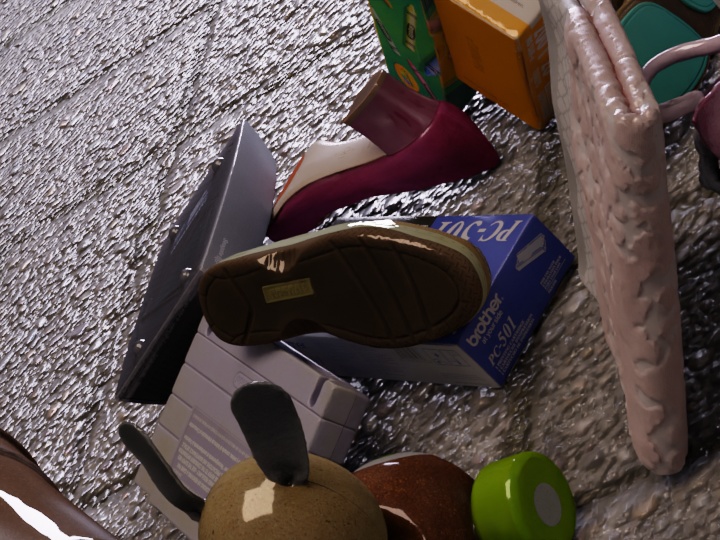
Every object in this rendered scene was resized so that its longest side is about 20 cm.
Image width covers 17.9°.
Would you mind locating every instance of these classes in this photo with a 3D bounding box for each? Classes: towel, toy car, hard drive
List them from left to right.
[{"bbox_3d":[-0.106,-0.004,1.532,0.135,0.042,0.200,-55,13,29],"label":"hard drive"},{"bbox_3d":[-0.023,0.122,1.118,0.164,0.200,0.158,-22,35,37],"label":"toy car"},{"bbox_3d":[0.126,-0.031,1.139,0.032,0.201,0.191,-11,32,0],"label":"towel"}]

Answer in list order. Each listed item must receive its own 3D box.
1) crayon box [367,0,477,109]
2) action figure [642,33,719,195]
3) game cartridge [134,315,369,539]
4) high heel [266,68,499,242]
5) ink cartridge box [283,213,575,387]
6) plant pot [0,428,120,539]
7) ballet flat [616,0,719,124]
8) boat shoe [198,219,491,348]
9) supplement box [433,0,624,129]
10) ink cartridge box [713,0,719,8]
[{"bbox_3d":[0.062,-0.194,1.455,0.058,0.200,0.119,35,78,20],"label":"crayon box"},{"bbox_3d":[0.250,-0.123,1.147,0.200,0.148,0.134,-47,17,29],"label":"action figure"},{"bbox_3d":[-0.067,0.104,1.350,0.200,0.038,0.131,29,100,62],"label":"game cartridge"},{"bbox_3d":[0.008,-0.051,1.505,0.200,0.096,0.068,-43,16,56],"label":"high heel"},{"bbox_3d":[0.031,0.016,1.360,0.199,0.044,0.094,0,53,55],"label":"ink cartridge box"},{"bbox_3d":[-0.215,0.199,1.310,0.201,0.200,0.198,-53,35,-15],"label":"plant pot"},{"bbox_3d":[0.176,-0.144,1.368,0.072,0.068,0.201,-41,19,57],"label":"ballet flat"},{"bbox_3d":[0.000,0.000,1.310,0.199,0.072,0.076,0,17,39],"label":"boat shoe"},{"bbox_3d":[0.137,-0.203,1.412,0.073,0.126,0.200,34,78,22],"label":"supplement box"},{"bbox_3d":[0.279,-0.200,1.232,0.200,0.116,0.067,-43,27,6],"label":"ink cartridge box"}]
